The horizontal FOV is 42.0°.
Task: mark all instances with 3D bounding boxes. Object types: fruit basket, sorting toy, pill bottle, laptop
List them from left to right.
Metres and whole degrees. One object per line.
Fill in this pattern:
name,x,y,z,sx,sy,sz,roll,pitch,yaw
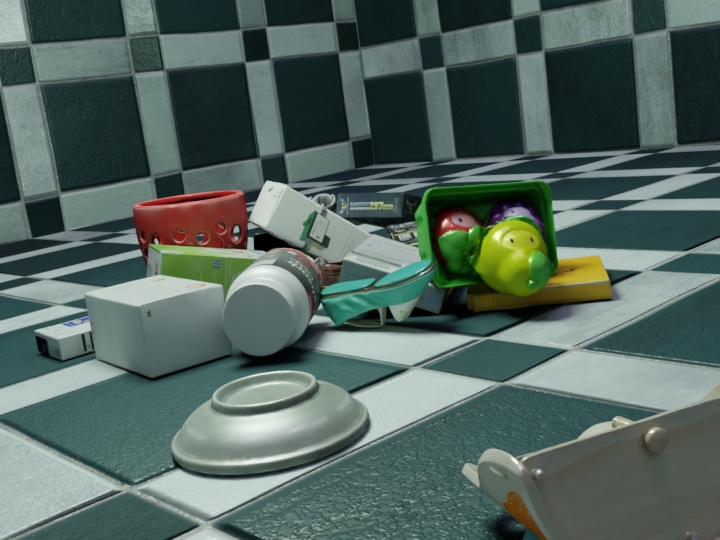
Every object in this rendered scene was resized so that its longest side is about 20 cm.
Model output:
pill bottle,-0.118,0.043,1.271,0.114,0.118,0.200,-7,11,7
laptop,-0.135,-0.059,1.854,0.175,0.105,0.200,-10,18,-12
fruit basket,0.187,-0.042,1.280,0.212,0.158,0.216,-6,-1,0
sorting toy,0.158,0.138,0.631,0.197,0.108,0.180,-12,4,-19

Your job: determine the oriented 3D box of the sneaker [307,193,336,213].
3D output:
sneaker,-0.077,-0.115,2.085,0.074,0.116,0.200,-8,10,-2

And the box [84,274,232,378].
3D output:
box,-0.281,0.072,1.293,0.123,0.099,0.199,-15,12,-34

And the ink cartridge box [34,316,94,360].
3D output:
ink cartridge box,-0.390,0.089,1.452,0.198,0.040,0.099,-18,15,-37

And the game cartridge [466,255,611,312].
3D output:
game cartridge,0.255,0.020,1.355,0.197,0.033,0.176,-9,10,12

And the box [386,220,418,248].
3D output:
box,0.155,-0.044,1.604,0.197,0.050,0.162,-10,25,-7

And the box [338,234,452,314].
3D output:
box,0.065,0.001,1.414,0.154,0.042,0.200,17,17,8

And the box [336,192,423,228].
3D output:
box,0.073,-0.111,1.795,0.156,0.052,0.199,1,-5,39

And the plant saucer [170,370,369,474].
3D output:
plant saucer,-0.091,0.139,0.923,0.197,0.051,0.200,-8,11,2

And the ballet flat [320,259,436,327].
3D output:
ballet flat,0.033,0.038,1.279,0.198,0.071,0.067,-15,15,38

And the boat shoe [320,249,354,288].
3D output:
boat shoe,0.000,0.000,1.540,0.070,0.071,0.199,-3,10,29

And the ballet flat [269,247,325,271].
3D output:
ballet flat,-0.128,-0.004,1.652,0.198,0.072,0.069,1,17,43

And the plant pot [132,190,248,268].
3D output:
plant pot,-0.290,-0.041,1.662,0.197,0.185,0.201,-8,10,2

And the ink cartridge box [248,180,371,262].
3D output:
ink cartridge box,-0.088,-0.073,1.673,0.198,0.085,0.146,29,-3,-20

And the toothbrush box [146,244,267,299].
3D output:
toothbrush box,-0.235,0.010,1.508,0.197,0.087,0.145,5,5,-21
